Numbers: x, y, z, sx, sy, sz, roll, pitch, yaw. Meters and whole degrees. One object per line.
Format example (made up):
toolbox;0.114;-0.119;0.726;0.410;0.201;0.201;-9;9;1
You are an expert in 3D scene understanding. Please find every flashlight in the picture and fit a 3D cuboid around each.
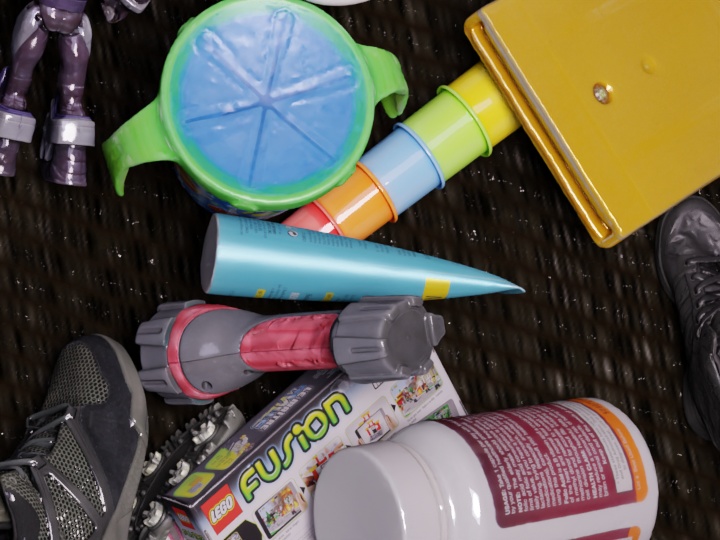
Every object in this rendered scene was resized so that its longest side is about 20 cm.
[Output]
flashlight;-0.049;0.047;1.419;0.068;0.199;0.068;41;58;-39

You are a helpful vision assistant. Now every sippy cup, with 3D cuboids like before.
sippy cup;-0.067;-0.092;1.468;0.177;0.130;0.141;19;75;-6

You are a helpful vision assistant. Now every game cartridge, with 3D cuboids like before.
game cartridge;0.185;-0.131;1.542;0.199;0.032;0.177;-30;87;-36

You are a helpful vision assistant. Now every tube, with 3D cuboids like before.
tube;0.000;0.000;1.464;0.198;0.077;0.051;7;93;-13

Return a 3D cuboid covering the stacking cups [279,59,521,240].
stacking cups;0.021;-0.068;1.523;0.199;0.061;0.061;-35;88;-11

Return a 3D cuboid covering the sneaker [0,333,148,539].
sneaker;-0.194;0.118;1.408;0.114;0.076;0.201;32;54;-40

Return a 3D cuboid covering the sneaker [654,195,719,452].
sneaker;0.244;0.042;1.518;0.059;0.104;0.202;-6;82;-11

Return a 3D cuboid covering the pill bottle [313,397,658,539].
pill bottle;0.077;0.145;1.432;0.199;0.114;0.115;-5;81;-36

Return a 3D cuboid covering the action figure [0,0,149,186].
action figure;-0.194;-0.158;1.457;0.129;0.069;0.202;10;104;-23

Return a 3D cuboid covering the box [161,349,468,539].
box;-0.021;0.124;1.451;0.200;0.035;0.111;-40;117;-25

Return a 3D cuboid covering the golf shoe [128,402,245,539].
golf shoe;-0.115;0.182;1.456;0.088;0.077;0.201;31;81;-22

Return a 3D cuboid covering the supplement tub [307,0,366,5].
supplement tub;-0.044;-0.275;1.458;0.145;0.146;0.200;-30;48;-13
